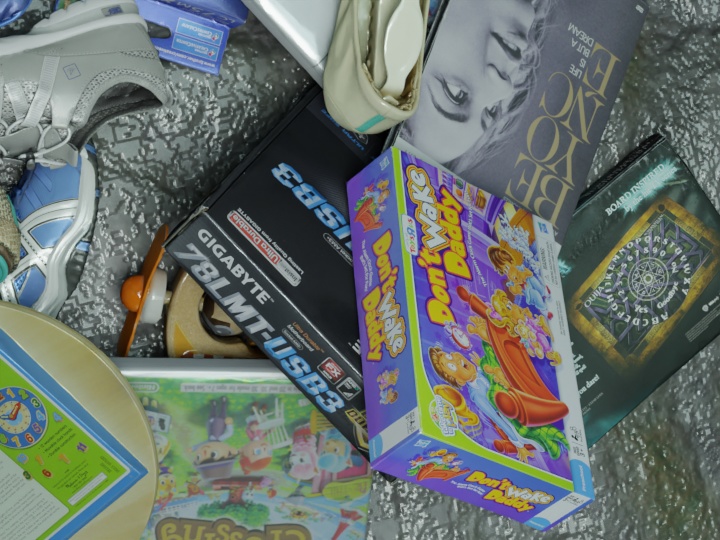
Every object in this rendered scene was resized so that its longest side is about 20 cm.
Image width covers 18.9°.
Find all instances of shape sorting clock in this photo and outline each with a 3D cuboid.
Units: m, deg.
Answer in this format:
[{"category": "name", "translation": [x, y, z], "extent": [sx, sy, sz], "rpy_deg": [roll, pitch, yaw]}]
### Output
[{"category": "shape sorting clock", "translation": [-0.214, 0.105, 1.269], "extent": [0.199, 0.039, 0.201], "rpy_deg": [5, 120, 8]}]

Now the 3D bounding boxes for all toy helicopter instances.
[{"category": "toy helicopter", "translation": [-0.112, 0.057, 1.337], "extent": [0.132, 0.079, 0.200], "rpy_deg": [37, 91, -22]}]

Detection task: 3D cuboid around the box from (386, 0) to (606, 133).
[{"category": "box", "translation": [0.057, -0.129, 1.411], "extent": [0.110, 0.035, 0.200], "rpy_deg": [-46, 104, -14]}]

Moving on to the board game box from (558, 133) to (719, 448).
[{"category": "board game box", "translation": [0.166, 0.021, 1.454], "extent": [0.200, 0.028, 0.135], "rpy_deg": [-39, 102, -14]}]

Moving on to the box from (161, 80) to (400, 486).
[{"category": "box", "translation": [0.000, 0.000, 1.311], "extent": [0.200, 0.050, 0.199], "rpy_deg": [46, 35, -4]}]

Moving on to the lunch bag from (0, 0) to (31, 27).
[{"category": "lunch bag", "translation": [-0.295, -0.177, 1.237], "extent": [0.199, 0.132, 0.136], "rpy_deg": [-24, 98, -18]}]

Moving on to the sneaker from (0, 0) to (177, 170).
[{"category": "sneaker", "translation": [-0.196, -0.090, 1.245], "extent": [0.200, 0.075, 0.082], "rpy_deg": [-31, 73, -20]}]

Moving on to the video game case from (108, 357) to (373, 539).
[{"category": "video game case", "translation": [-0.092, 0.140, 1.326], "extent": [0.199, 0.022, 0.183], "rpy_deg": [1, 112, -14]}]

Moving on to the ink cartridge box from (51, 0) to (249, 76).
[{"category": "ink cartridge box", "translation": [-0.112, -0.234, 1.350], "extent": [0.119, 0.042, 0.201], "rpy_deg": [17, 87, -18]}]

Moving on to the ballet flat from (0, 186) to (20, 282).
[{"category": "ballet flat", "translation": [-0.295, -0.009, 1.265], "extent": [0.199, 0.068, 0.076], "rpy_deg": [-14, 53, 4]}]

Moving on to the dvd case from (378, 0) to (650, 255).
[{"category": "dvd case", "translation": [0.102, -0.120, 1.381], "extent": [0.148, 0.016, 0.201], "rpy_deg": [32, 72, -31]}]

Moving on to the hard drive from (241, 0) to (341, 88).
[{"category": "hard drive", "translation": [-0.043, -0.230, 1.339], "extent": [0.200, 0.027, 0.132], "rpy_deg": [46, 74, -13]}]

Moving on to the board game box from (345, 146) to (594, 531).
[{"category": "board game box", "translation": [0.062, 0.040, 1.264], "extent": [0.134, 0.045, 0.201], "rpy_deg": [23, 46, -34]}]

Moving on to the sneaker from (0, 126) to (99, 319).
[{"category": "sneaker", "translation": [-0.212, -0.001, 1.296], "extent": [0.077, 0.076, 0.201], "rpy_deg": [19, 85, -19]}]

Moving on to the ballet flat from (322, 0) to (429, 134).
[{"category": "ballet flat", "translation": [0.022, -0.182, 1.313], "extent": [0.069, 0.069, 0.201], "rpy_deg": [8, 85, -19]}]
